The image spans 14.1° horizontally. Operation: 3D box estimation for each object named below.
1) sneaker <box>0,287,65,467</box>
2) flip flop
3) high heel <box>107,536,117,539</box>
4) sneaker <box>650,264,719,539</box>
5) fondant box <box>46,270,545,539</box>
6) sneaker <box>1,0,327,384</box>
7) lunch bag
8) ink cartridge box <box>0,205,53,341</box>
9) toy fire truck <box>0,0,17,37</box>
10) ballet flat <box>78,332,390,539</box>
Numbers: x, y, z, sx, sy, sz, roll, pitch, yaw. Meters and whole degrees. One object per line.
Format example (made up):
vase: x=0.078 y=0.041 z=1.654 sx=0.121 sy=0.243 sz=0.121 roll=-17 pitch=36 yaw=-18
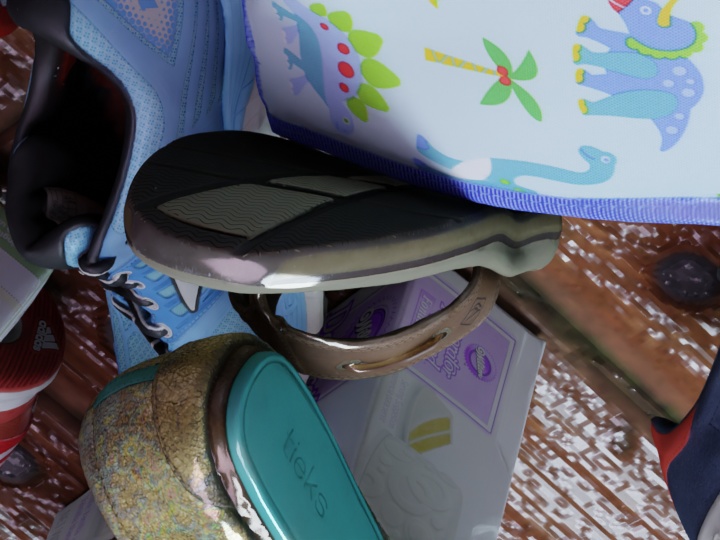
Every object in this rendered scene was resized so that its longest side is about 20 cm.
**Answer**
sneaker: x=-0.203 y=0.030 z=0.938 sx=0.199 sy=0.079 sz=0.116 roll=22 pitch=133 yaw=-4
flip flop: x=0.000 y=0.000 z=0.786 sx=0.081 sy=0.200 sz=0.058 roll=18 pitch=96 yaw=18
high heel: x=-0.064 y=0.165 z=0.829 sx=0.096 sy=0.067 sz=0.201 roll=-20 pitch=109 yaw=19
sneaker: x=0.151 y=0.001 z=0.824 sx=0.075 sy=0.085 sz=0.200 roll=25 pitch=112 yaw=-37
fondant box: x=-0.039 y=0.099 z=0.909 sx=0.058 sy=0.145 sz=0.200 roll=39 pitch=130 yaw=-19
sneaker: x=-0.068 y=-0.019 z=0.831 sx=0.078 sy=0.090 sz=0.201 roll=28 pitch=138 yaw=36
lunch bag: x=0.062 y=-0.105 z=0.705 sx=0.199 sy=0.128 sz=0.170 roll=-3 pitch=132 yaw=7
ink cartridge box: x=-0.193 y=0.018 z=0.820 sx=0.145 sy=0.200 sz=0.048 roll=39 pitch=132 yaw=-5
toy fire truck: x=-0.165 y=-0.095 z=0.744 sx=0.112 sy=0.168 sz=0.201 roll=2 pitch=133 yaw=13
ballet flat: x=-0.011 y=0.101 z=0.768 sx=0.070 sy=0.071 sz=0.200 roll=-16 pitch=119 yaw=27
